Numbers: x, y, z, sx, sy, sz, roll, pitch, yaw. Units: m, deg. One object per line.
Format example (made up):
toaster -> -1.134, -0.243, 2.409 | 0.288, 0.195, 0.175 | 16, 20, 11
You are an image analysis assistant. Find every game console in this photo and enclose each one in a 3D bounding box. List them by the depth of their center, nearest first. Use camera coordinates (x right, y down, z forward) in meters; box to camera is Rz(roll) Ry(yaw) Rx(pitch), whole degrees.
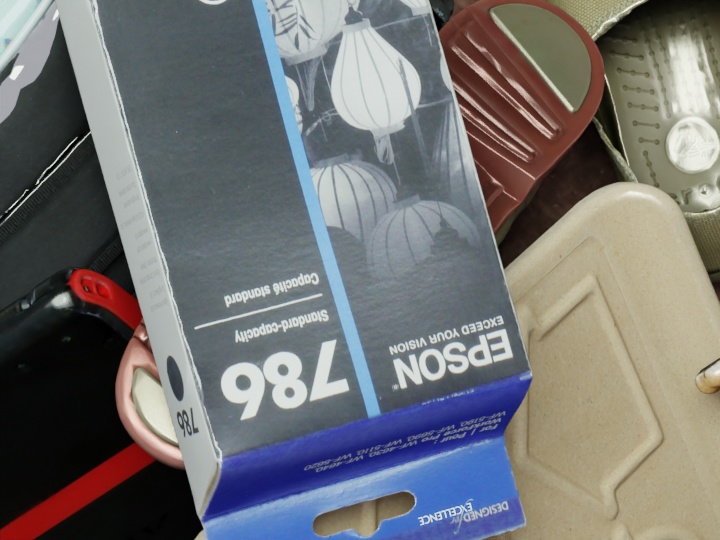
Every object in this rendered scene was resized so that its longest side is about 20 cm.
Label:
game console -> -0.125, 0.084, 0.912 | 0.200, 0.177, 0.031 | -33, 55, 9

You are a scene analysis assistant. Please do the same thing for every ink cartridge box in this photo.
ink cartridge box -> -0.015, -0.013, 0.810 | 0.099, 0.039, 0.201 | -16, 89, -20

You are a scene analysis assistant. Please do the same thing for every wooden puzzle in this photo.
wooden puzzle -> 0.049, 0.097, 0.911 | 0.200, 0.046, 0.186 | -38, 116, -27

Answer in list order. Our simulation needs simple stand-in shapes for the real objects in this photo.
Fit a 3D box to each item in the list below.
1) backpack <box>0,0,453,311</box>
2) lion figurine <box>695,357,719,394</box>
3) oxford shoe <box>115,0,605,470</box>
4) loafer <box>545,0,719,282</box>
backpack -> -0.093, -0.051, 0.915 | 0.150, 0.177, 0.200 | 30, 86, 37
lion figurine -> 0.181, 0.053, 0.912 | 0.200, 0.072, 0.123 | -36, 90, -20
oxford shoe -> 0.000, 0.000, 0.885 | 0.070, 0.075, 0.200 | 44, 61, 9
loafer -> 0.093, -0.094, 0.963 | 0.076, 0.067, 0.201 | -25, 84, 2
